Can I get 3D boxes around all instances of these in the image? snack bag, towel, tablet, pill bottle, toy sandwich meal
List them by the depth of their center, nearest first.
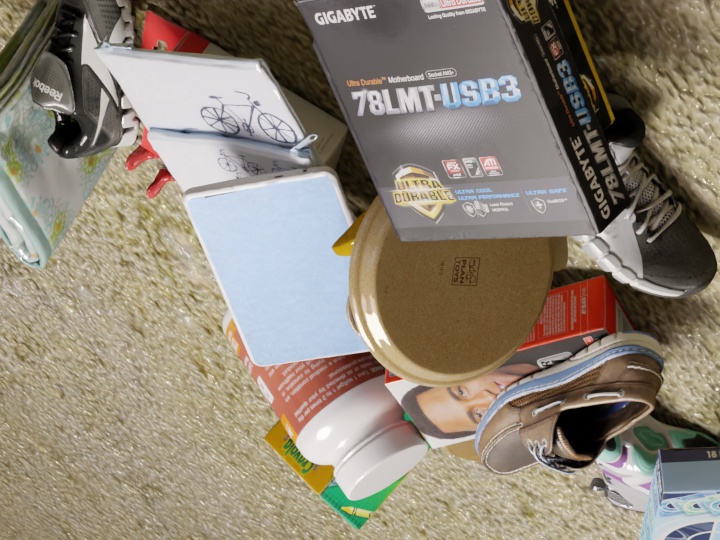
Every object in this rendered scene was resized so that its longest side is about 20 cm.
[{"bbox_3d":[0.068,-0.010,1.583,0.205,0.205,0.070,48,167,-28],"label":"toy sandwich meal"},{"bbox_3d":[-0.108,-0.105,1.657,0.188,0.021,0.200,10,144,37],"label":"snack bag"},{"bbox_3d":[-0.056,0.000,1.672,0.129,0.014,0.201,-9,132,14],"label":"tablet"},{"bbox_3d":[-0.277,-0.123,1.798,0.048,0.172,0.200,18,150,23],"label":"towel"},{"bbox_3d":[-0.028,0.097,1.799,0.200,0.112,0.112,56,161,20],"label":"pill bottle"}]

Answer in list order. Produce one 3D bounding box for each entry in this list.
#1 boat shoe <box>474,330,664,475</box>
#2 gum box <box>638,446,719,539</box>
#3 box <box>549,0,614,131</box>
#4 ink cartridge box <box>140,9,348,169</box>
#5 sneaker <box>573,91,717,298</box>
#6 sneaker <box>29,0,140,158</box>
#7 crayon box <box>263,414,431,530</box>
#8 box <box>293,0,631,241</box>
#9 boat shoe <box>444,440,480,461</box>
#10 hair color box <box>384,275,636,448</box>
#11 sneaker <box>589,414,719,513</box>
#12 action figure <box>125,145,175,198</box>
[{"bbox_3d":[0.164,0.123,1.662,0.072,0.073,0.200,28,133,-25],"label":"boat shoe"},{"bbox_3d":[0.331,0.211,1.747,0.169,0.045,0.200,-2,148,0],"label":"gum box"},{"bbox_3d":[0.068,-0.158,1.445,0.199,0.049,0.160,0,120,48],"label":"box"},{"bbox_3d":[-0.117,-0.124,1.734,0.199,0.067,0.116,31,154,5],"label":"ink cartridge box"},{"bbox_3d":[0.194,-0.062,1.488,0.200,0.075,0.116,36,152,-4],"label":"sneaker"},{"bbox_3d":[-0.236,-0.175,1.704,0.066,0.090,0.201,30,137,35],"label":"sneaker"},{"bbox_3d":[-0.012,0.162,1.973,0.058,0.119,0.200,43,176,-21],"label":"crayon box"},{"bbox_3d":[0.068,-0.117,1.403,0.199,0.050,0.199,1,124,47],"label":"box"},{"bbox_3d":[0.123,0.110,1.870,0.073,0.069,0.200,12,148,-5],"label":"boat shoe"},{"bbox_3d":[0.131,0.079,1.717,0.199,0.061,0.102,-16,134,23],"label":"hair color box"},{"bbox_3d":[0.226,0.165,1.837,0.200,0.078,0.140,34,153,-2],"label":"sneaker"},{"bbox_3d":[-0.126,-0.077,1.853,0.199,0.052,0.066,8,141,37],"label":"action figure"}]
